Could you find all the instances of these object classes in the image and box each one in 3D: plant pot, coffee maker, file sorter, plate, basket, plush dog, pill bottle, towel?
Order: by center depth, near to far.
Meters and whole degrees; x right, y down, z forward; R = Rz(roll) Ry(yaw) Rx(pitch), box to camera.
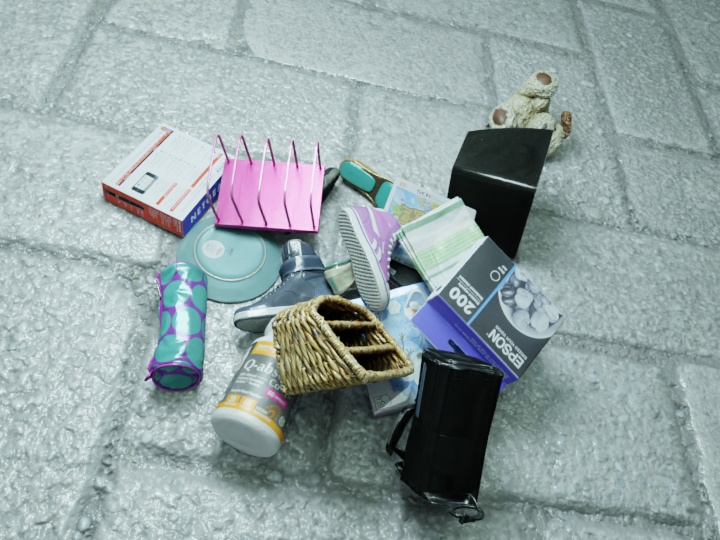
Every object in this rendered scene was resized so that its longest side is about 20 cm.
[{"bbox_3d":[0.145,0.232,0.953,0.133,0.204,0.191,8,5,-37],"label":"coffee maker"},{"bbox_3d":[-0.022,0.105,0.974,0.199,0.147,0.146,11,67,-61],"label":"basket"},{"bbox_3d":[-0.143,0.178,1.007,0.115,0.117,0.202,23,53,2],"label":"pill bottle"},{"bbox_3d":[0.170,-0.019,1.115,0.148,0.031,0.202,-28,78,-18],"label":"towel"},{"bbox_3d":[-0.171,-0.163,1.167,0.196,0.126,0.142,4,69,1],"label":"file sorter"},{"bbox_3d":[-0.243,-0.031,1.188,0.196,0.026,0.203,8,54,-10],"label":"plate"},{"bbox_3d":[0.282,-0.180,1.343,0.174,0.201,0.202,16,51,12],"label":"plant pot"},{"bbox_3d":[0.415,-0.349,1.545,0.199,0.161,0.172,-41,85,-5],"label":"plush dog"}]

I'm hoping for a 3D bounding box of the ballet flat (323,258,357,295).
[{"bbox_3d":[0.000,0.000,1.197,0.199,0.067,0.063,-24,93,-51],"label":"ballet flat"}]

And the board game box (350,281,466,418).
[{"bbox_3d":[0.092,0.128,1.099,0.195,0.044,0.203,-14,70,-5],"label":"board game box"}]

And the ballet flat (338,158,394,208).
[{"bbox_3d":[0.043,-0.174,1.347,0.199,0.069,0.063,41,25,12],"label":"ballet flat"}]

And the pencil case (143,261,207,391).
[{"bbox_3d":[-0.299,0.090,1.048,0.091,0.085,0.203,12,51,-27],"label":"pencil case"}]

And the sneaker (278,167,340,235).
[{"bbox_3d":[-0.128,-0.168,1.285,0.114,0.077,0.199,41,60,8],"label":"sneaker"}]

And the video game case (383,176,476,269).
[{"bbox_3d":[0.126,-0.081,1.239,0.179,0.022,0.202,22,50,-1],"label":"video game case"}]

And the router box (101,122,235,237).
[{"bbox_3d":[-0.367,-0.181,1.243,0.177,0.049,0.201,26,52,7],"label":"router box"}]

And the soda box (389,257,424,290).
[{"bbox_3d":[0.123,0.058,1.192,0.199,0.071,0.063,38,53,13],"label":"soda box"}]

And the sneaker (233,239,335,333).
[{"bbox_3d":[-0.145,0.025,1.131,0.199,0.077,0.148,-8,68,-32],"label":"sneaker"}]

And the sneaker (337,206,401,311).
[{"bbox_3d":[0.041,-0.028,1.119,0.112,0.073,0.204,-4,64,-28],"label":"sneaker"}]

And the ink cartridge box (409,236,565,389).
[{"bbox_3d":[0.214,0.081,1.062,0.198,0.043,0.200,45,72,-2],"label":"ink cartridge box"}]
